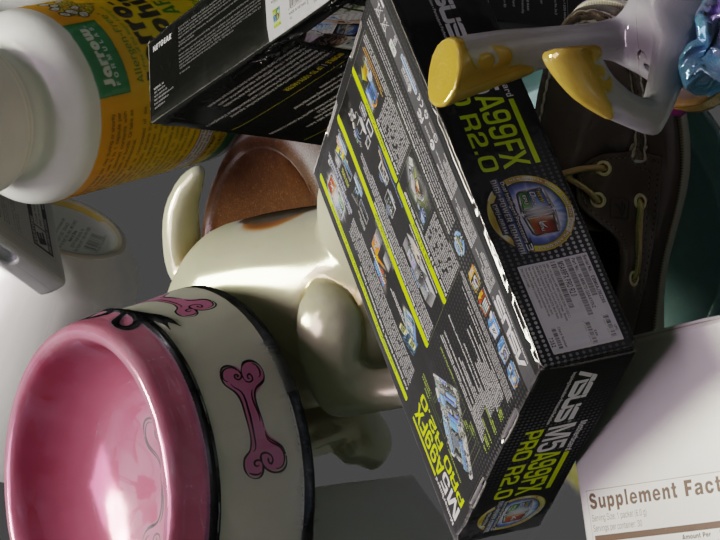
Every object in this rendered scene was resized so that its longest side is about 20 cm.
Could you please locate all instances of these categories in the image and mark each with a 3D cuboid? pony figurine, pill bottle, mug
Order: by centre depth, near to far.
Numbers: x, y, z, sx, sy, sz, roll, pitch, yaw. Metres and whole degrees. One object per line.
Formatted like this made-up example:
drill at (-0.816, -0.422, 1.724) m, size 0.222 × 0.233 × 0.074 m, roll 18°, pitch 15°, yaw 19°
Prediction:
pony figurine at (0.135, -0.131, 1.069) m, size 0.166 × 0.200 × 0.193 m, roll -2°, pitch 78°, yaw 58°
pill bottle at (-0.163, -0.100, 1.497) m, size 0.113 × 0.200 × 0.113 m, roll 13°, pitch 110°, yaw 38°
mug at (-0.224, 0.025, 1.693) m, size 0.187 × 0.149 × 0.153 m, roll 43°, pitch 122°, yaw 39°

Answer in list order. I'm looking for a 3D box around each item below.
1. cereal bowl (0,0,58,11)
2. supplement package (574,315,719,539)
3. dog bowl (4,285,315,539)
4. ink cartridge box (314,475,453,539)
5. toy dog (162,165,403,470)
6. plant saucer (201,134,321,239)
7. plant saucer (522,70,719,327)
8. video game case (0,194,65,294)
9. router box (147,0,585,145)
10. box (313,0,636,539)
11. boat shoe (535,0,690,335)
cereal bowl at (-0.165, -0.227, 1.567) m, size 0.200 × 0.083 × 0.200 m, roll -35°, pitch 29°, yaw 23°
supplement package at (0.175, 0.119, 1.072) m, size 0.120 × 0.121 × 0.200 m, roll -17°, pitch 78°, yaw 59°
dog bowl at (-0.108, 0.108, 1.298) m, size 0.200 × 0.074 × 0.201 m, roll 1°, pitch 92°, yaw 53°
ink cartridge box at (-0.006, 0.230, 1.354) m, size 0.200 × 0.146 × 0.147 m, roll 54°, pitch 136°, yaw 40°
toy dog at (0.000, 0.000, 1.339) m, size 0.200 × 0.139 × 0.194 m, roll -42°, pitch 65°, yaw 37°
plant saucer at (-0.043, 0.000, 1.496) m, size 0.200 × 0.032 × 0.201 m, roll 9°, pitch 101°, yaw 58°
plant saucer at (0.094, -0.012, 1.208) m, size 0.200 × 0.036 × 0.200 m, roll 4°, pitch 98°, yaw 30°
video game case at (-0.247, -0.104, 1.568) m, size 0.023 × 0.182 × 0.200 m, roll -24°, pitch 58°, yaw 16°
router box at (0.003, -0.114, 1.291) m, size 0.200 × 0.149 × 0.051 m, roll -26°, pitch 62°, yaw 56°
box at (0.043, -0.008, 1.113) m, size 0.160 × 0.044 × 0.200 m, roll 108°, pitch 146°, yaw -57°
boat shoe at (0.100, -0.020, 1.149) m, size 0.072 × 0.059 × 0.200 m, roll 7°, pitch 99°, yaw 28°
